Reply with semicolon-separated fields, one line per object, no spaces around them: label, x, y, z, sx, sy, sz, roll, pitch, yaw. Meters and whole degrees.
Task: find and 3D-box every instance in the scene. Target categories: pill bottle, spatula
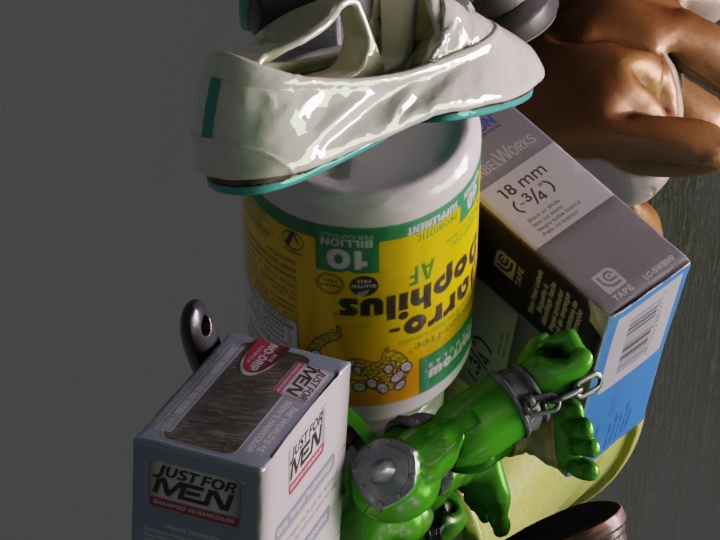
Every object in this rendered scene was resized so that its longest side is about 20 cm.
pill bottle;0.000;0.000;1.211;0.200;0.112;0.113;91;10;-46
spatula;-0.064;0.073;1.153;0.200;0.020;0.057;86;16;-55

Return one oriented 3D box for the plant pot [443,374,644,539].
plant pot;0.036;0.098;1.391;0.184;0.200;0.201;-50;149;-55

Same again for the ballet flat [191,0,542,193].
ballet flat;0.008;-0.087;1.064;0.200;0.069;0.070;-22;126;-43

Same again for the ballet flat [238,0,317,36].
ballet flat;-0.023;-0.154;1.052;0.200;0.073;0.073;84;16;-62

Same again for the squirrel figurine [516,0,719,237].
squirrel figurine;0.120;-0.135;1.376;0.142;0.199;0.187;100;7;-68

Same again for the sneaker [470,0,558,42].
sneaker;0.060;-0.185;1.310;0.079;0.075;0.200;57;10;-27

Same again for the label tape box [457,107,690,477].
label tape box;0.066;-0.011;1.285;0.063;0.200;0.144;-34;153;-27

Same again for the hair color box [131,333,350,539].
hair color box;-0.053;0.141;1.094;0.099;0.060;0.201;-50;149;-57

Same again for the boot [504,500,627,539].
boot;0.076;0.186;1.248;0.075;0.200;0.097;-29;87;-49

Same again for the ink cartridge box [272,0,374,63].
ink cartridge box;-0.006;-0.149;1.286;0.200;0.047;0.198;84;14;-51

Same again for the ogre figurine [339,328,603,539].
ogre figurine;0.029;0.101;1.179;0.200;0.120;0.098;-20;-87;61
